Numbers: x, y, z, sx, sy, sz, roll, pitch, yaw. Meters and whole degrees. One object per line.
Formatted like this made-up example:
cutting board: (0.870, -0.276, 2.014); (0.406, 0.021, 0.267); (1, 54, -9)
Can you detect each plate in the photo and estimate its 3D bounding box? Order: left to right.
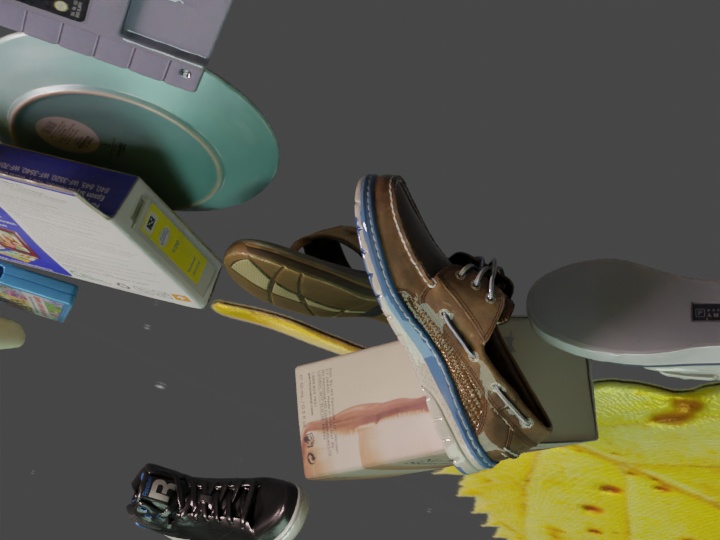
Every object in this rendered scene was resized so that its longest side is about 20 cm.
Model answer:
plate: (-0.149, -0.082, 1.058); (0.199, 0.026, 0.200); (10, 154, 5)

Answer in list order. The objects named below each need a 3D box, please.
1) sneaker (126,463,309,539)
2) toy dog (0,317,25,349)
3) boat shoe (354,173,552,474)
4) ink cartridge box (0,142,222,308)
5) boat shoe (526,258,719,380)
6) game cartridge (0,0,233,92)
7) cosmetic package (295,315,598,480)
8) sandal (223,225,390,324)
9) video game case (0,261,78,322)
sneaker: (-0.146, 0.219, 1.575); (0.112, 0.073, 0.200); (29, 150, -32)
toy dog: (-0.369, 0.063, 1.316); (0.193, 0.140, 0.200); (-19, 175, -23)
boat shoe: (0.061, 0.025, 1.059); (0.072, 0.072, 0.201); (-21, 103, 18)
ink cartridge box: (-0.211, -0.046, 1.078); (0.197, 0.047, 0.200); (15, 162, 21)
boat shoe: (0.205, 0.042, 1.082); (0.199, 0.074, 0.065); (7, 148, 14)
game cartridge: (-0.123, -0.167, 0.877); (0.129, 0.039, 0.200); (14, 153, -11)
cosmetic package: (0.057, 0.093, 1.198); (0.103, 0.088, 0.200); (5, 164, -42)
sandal: (0.000, 0.000, 1.126); (0.199, 0.054, 0.080); (10, 162, -27)
video game case: (-0.306, -0.005, 1.238); (0.199, 0.018, 0.143); (19, 170, -10)
